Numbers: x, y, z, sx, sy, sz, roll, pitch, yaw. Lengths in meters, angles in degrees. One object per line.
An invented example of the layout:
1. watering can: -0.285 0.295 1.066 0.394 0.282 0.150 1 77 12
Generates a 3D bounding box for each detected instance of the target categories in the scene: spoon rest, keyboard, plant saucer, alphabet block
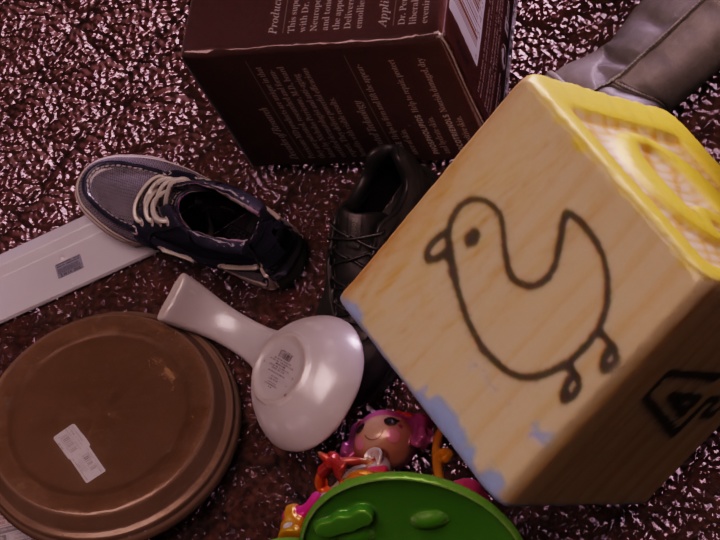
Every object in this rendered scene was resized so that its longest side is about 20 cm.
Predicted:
1. spoon rest: -0.064 0.060 1.532 0.200 0.061 0.099 31 93 46
2. keyboard: -0.228 -0.009 1.680 0.200 0.011 0.056 -24 66 8
3. plant saucer: -0.186 0.110 1.575 0.200 0.029 0.200 -5 56 8
4. alphabet block: 0.148 0.018 1.390 0.200 0.196 0.195 -51 61 22

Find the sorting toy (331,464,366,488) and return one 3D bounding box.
1. sorting toy: 0.001 0.253 1.464 0.185 0.036 0.200 -44 61 -4

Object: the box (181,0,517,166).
1. box: -0.002 -0.188 1.585 0.200 0.164 0.166 -1 62 19

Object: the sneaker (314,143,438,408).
1. sneaker: 0.000 0.000 1.548 0.076 0.091 0.200 7 71 20

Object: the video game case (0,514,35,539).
1. video game case: -0.254 0.219 1.578 0.200 0.022 0.182 -15 63 12

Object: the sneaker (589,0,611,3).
1. sneaker: 0.230 -0.291 1.610 0.200 0.067 0.090 -35 66 5

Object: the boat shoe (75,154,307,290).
1. boat shoe: -0.138 -0.051 1.609 0.200 0.093 0.075 18 78 22

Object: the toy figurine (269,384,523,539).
1. toy figurine: 0.028 0.139 1.451 0.200 0.150 0.184 -17 31 24

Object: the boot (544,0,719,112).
1. boot: 0.244 -0.144 1.547 0.200 0.073 0.182 -35 62 -6
